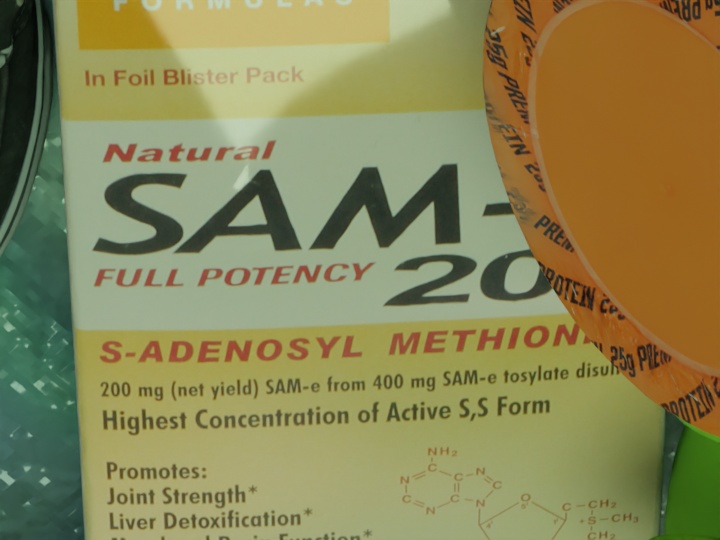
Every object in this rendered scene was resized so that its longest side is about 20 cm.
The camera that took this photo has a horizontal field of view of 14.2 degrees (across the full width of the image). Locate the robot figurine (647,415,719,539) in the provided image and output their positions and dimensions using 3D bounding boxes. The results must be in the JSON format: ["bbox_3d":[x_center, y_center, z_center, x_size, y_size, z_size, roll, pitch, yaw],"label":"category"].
[{"bbox_3d":[0.145,0.057,0.612,0.200,0.116,0.176,8,93,-43],"label":"robot figurine"}]

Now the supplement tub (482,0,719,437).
[{"bbox_3d":[0.127,-0.053,0.525,0.200,0.122,0.123,-28,123,-28],"label":"supplement tub"}]

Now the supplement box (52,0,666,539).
[{"bbox_3d":[0.000,0.000,0.617,0.126,0.074,0.201,-3,118,-3],"label":"supplement box"}]

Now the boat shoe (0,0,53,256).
[{"bbox_3d":[-0.096,-0.076,0.577,0.068,0.057,0.201,0,118,-5],"label":"boat shoe"}]
